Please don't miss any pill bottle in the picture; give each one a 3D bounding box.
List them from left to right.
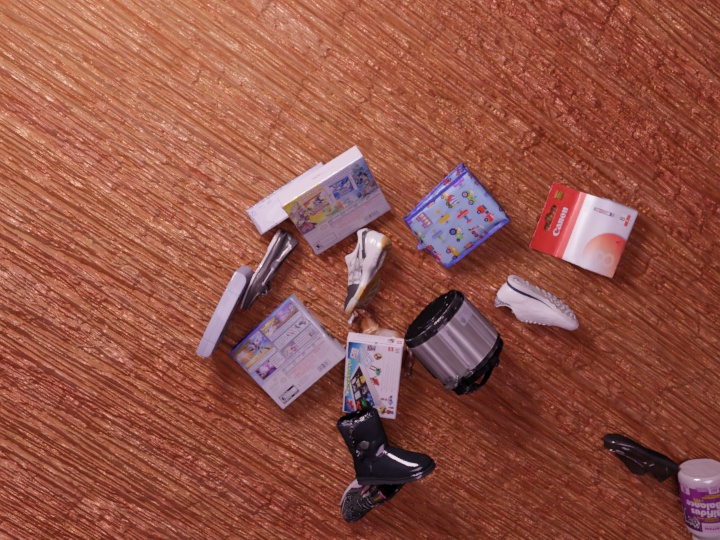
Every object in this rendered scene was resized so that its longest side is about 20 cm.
[{"bbox_3d":[0.825,0.563,1.768,0.111,0.112,0.202,-13,99,-1],"label":"pill bottle"}]

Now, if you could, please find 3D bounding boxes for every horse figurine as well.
[{"bbox_3d":[0.046,0.171,1.686,0.199,0.050,0.133,26,110,-7],"label":"horse figurine"}]

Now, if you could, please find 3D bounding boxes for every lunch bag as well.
[{"bbox_3d":[0.204,-0.110,1.646,0.200,0.094,0.151,-41,102,13],"label":"lunch bag"}]

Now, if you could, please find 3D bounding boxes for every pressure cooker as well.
[{"bbox_3d":[0.216,0.168,1.639,0.176,0.179,0.200,-44,98,2],"label":"pressure cooker"}]

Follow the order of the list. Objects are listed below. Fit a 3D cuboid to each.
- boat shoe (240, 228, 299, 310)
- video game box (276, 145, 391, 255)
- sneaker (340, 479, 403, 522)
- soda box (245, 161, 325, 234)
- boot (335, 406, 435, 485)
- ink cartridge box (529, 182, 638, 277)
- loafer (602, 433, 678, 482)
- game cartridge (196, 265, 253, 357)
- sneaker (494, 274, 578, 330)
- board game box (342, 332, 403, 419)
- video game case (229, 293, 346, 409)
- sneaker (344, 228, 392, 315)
[{"bbox_3d":[-0.202,0.007,1.648,0.057,0.067,0.201,27,94,-2],"label":"boat shoe"},{"bbox_3d":[-0.054,-0.146,1.590,0.199,0.047,0.183,-31,142,2],"label":"video game box"},{"bbox_3d":[0.031,0.516,1.734,0.080,0.086,0.200,44,95,-7],"label":"sneaker"},{"bbox_3d":[-0.150,-0.159,1.623,0.199,0.068,0.064,-32,100,2],"label":"soda box"},{"bbox_3d":[0.054,0.389,1.664,0.198,0.076,0.170,-13,103,23],"label":"boot"},{"bbox_3d":[0.504,-0.092,1.676,0.198,0.050,0.164,18,98,-9],"label":"ink cartridge box"},{"bbox_3d":[0.658,0.452,1.760,0.198,0.073,0.072,25,96,-7],"label":"loafer"},{"bbox_3d":[-0.295,0.090,1.623,0.041,0.133,0.201,27,98,0],"label":"game cartridge"},{"bbox_3d":[0.404,0.089,1.697,0.199,0.076,0.081,30,108,-3],"label":"sneaker"},{"bbox_3d":[0.027,0.239,1.676,0.125,0.035,0.202,7,117,5],"label":"board game box"},{"bbox_3d":[-0.163,0.183,1.677,0.200,0.045,0.181,-41,100,13],"label":"video game case"},{"bbox_3d":[0.000,0.000,1.664,0.087,0.075,0.202,31,108,23],"label":"sneaker"}]
